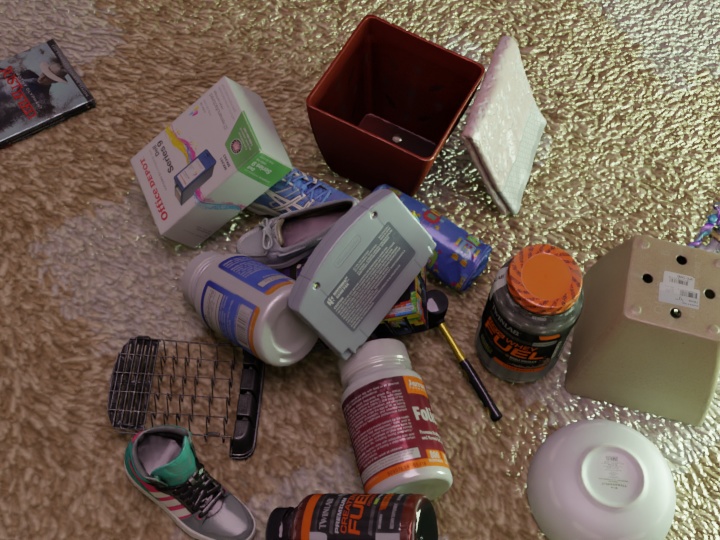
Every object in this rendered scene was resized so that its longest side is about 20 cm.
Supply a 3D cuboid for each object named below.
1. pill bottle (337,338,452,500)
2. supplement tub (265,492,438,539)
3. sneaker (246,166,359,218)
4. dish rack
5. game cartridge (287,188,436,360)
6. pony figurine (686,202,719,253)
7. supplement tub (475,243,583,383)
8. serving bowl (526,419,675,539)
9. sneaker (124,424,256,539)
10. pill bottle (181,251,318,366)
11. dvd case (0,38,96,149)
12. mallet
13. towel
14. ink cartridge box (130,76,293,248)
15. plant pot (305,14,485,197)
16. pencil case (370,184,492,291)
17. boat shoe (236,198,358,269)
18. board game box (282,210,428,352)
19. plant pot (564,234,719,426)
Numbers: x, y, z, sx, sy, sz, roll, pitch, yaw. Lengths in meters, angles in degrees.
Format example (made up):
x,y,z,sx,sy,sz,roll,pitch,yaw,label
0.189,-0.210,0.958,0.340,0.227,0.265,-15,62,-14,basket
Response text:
x,y,z,sx,sy,sz,roll,pitch,yaw,label
0.040,0.199,1.513,0.113,0.114,0.201,-10,61,-12,pill bottle
-0.012,0.325,1.416,0.199,0.107,0.108,-4,56,19,supplement tub
-0.093,-0.107,1.685,0.199,0.077,0.076,13,57,18,sneaker
-0.231,0.162,1.546,0.198,0.055,0.154,5,57,0,dish rack
0.000,0.000,1.498,0.200,0.133,0.041,-51,37,-12,game cartridge
0.569,-0.036,1.704,0.200,0.167,0.193,-36,36,-20,pony figurine
0.228,0.058,1.566,0.122,0.200,0.123,2,58,-4,supplement tub
0.321,0.279,1.521,0.198,0.066,0.201,3,58,-4,serving bowl
-0.213,0.260,1.447,0.199,0.121,0.084,31,61,13,sneaker
-0.151,0.043,1.559,0.112,0.113,0.199,-38,41,-24,pill bottle
-0.529,-0.266,1.792,0.199,0.022,0.146,-28,65,-21,dvd case
0.139,0.114,1.602,0.041,0.066,0.201,-25,65,-18,mallet
0.219,-0.214,1.743,0.032,0.191,0.201,2,54,31,towel
-0.214,-0.151,1.657,0.200,0.087,0.146,-37,60,21,ink cartridge box
0.044,-0.219,1.729,0.199,0.177,0.200,27,60,9,plant pot
0.090,-0.045,1.686,0.199,0.087,0.078,32,32,12,pencil case
-0.085,-0.055,1.611,0.201,0.065,0.075,-10,56,19,boat shoe
-0.009,0.017,1.609,0.199,0.057,0.166,-11,56,17,board game box
0.409,0.064,1.594,0.198,0.177,0.201,14,58,3,plant pot
